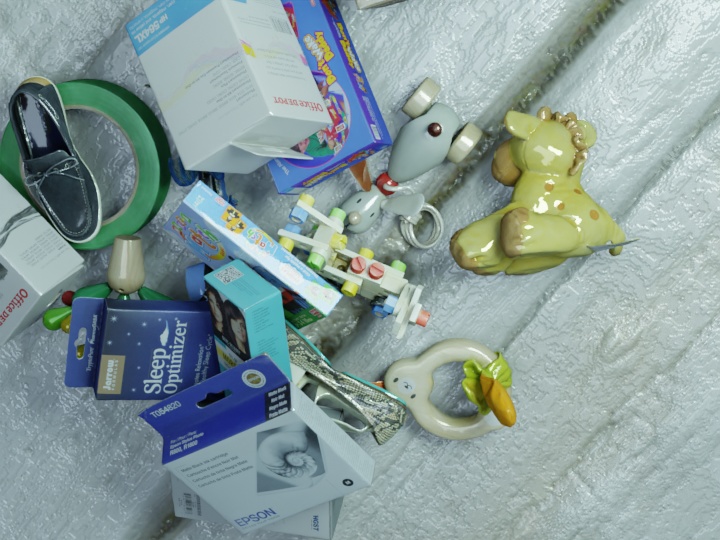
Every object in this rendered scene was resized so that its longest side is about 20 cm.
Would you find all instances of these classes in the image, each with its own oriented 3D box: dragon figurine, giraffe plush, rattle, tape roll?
[{"bbox_3d":[-0.184,-0.132,1.409,0.059,0.200,0.100,-7,64,10],"label":"dragon figurine"},{"bbox_3d":[0.196,-0.091,1.355,0.200,0.173,0.163,-12,80,23],"label":"giraffe plush"},{"bbox_3d":[0.076,0.157,1.436,0.200,0.143,0.130,3,122,3],"label":"rattle"},{"bbox_3d":[-0.328,-0.127,1.482,0.200,0.048,0.201,2,104,10],"label":"tape roll"}]

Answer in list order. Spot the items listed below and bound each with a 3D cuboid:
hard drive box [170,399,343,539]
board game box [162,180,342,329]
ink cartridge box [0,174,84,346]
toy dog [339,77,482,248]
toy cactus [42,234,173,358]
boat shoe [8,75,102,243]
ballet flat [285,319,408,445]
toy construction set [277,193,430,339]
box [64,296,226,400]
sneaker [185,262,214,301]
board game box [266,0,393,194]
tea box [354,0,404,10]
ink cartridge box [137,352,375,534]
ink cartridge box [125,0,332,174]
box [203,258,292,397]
[{"bbox_3d":[-0.123,0.233,1.491,0.200,0.077,0.156,8,128,8],"label":"hard drive box"},{"bbox_3d":[-0.126,-0.012,1.405,0.200,0.151,0.037,40,72,-7],"label":"board game box"},{"bbox_3d":[-0.448,-0.028,1.482,0.200,0.083,0.147,46,134,-2],"label":"ink cartridge box"},{"bbox_3d":[0.051,-0.116,1.392,0.132,0.096,0.200,22,106,5],"label":"toy dog"},{"bbox_3d":[-0.275,0.040,1.480,0.200,0.102,0.165,10,104,15],"label":"toy cactus"},{"bbox_3d":[-0.356,-0.124,1.431,0.074,0.062,0.200,-13,102,11],"label":"boat shoe"},{"bbox_3d":[-0.041,0.133,1.428,0.200,0.068,0.075,35,75,5],"label":"ballet flat"},{"bbox_3d":[0.000,0.000,1.408,0.200,0.131,0.092,36,69,10],"label":"toy construction set"},{"bbox_3d":[-0.230,0.091,1.411,0.200,0.032,0.121,2,117,-20],"label":"box"},{"bbox_3d":[-0.136,0.071,1.489,0.078,0.070,0.200,-23,105,12],"label":"sneaker"},{"bbox_3d":[-0.063,-0.202,1.376,0.134,0.045,0.200,-25,80,26],"label":"board game box"},{"bbox_3d":[0.073,-0.394,1.302,0.200,0.134,0.197,-13,100,13],"label":"tea box"},{"bbox_3d":[-0.119,0.199,1.380,0.199,0.041,0.200,-27,121,29],"label":"ink cartridge box"},{"bbox_3d":[-0.134,-0.197,1.316,0.125,0.128,0.200,-28,79,27],"label":"ink cartridge box"},{"bbox_3d":[-0.120,0.092,1.379,0.082,0.049,0.200,35,143,40],"label":"box"}]
